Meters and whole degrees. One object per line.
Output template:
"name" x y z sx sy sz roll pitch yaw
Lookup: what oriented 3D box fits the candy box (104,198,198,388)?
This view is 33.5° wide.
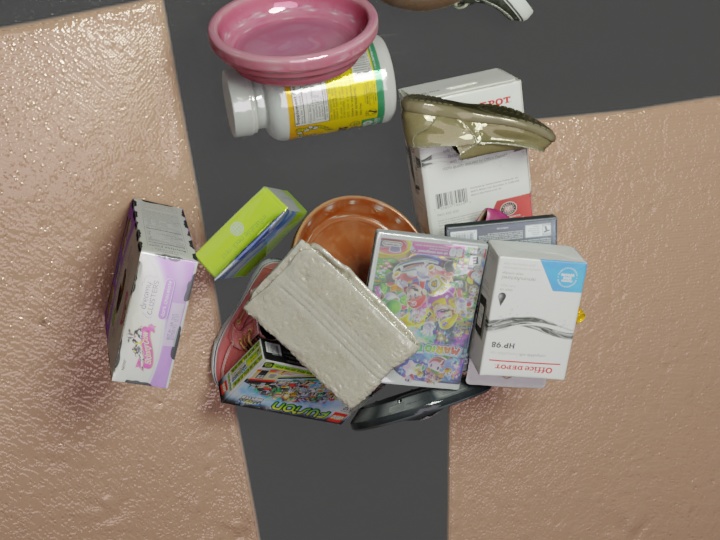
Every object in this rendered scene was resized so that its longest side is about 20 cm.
"candy box" -0.260 0.025 1.472 0.071 0.200 0.168 11 108 -18

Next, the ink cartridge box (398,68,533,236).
"ink cartridge box" 0.139 -0.151 1.572 0.146 0.083 0.200 -13 114 -10

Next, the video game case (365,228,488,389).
"video game case" 0.073 0.051 1.509 0.143 0.018 0.200 6 109 -11

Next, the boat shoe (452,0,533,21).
"boat shoe" 0.125 -0.364 1.497 0.200 0.071 0.064 33 99 -15

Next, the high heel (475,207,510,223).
"high heel" 0.127 0.007 1.558 0.200 0.067 0.096 -42 132 13

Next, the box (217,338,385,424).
"box" -0.077 0.152 1.609 0.200 0.035 0.110 15 135 -35

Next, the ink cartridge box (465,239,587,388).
"ink cartridge box" 0.206 0.069 1.508 0.116 0.067 0.200 4 109 -10

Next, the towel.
"towel" -0.038 0.066 1.489 0.200 0.034 0.133 45 113 -2

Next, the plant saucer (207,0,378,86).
"plant saucer" -0.078 -0.273 1.409 0.200 0.201 0.051 -11 127 -10

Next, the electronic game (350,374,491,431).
"electronic game" 0.082 0.183 1.633 0.200 0.200 0.042 -17 86 -8

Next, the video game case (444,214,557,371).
"video game case" 0.181 0.031 1.537 0.143 0.019 0.200 -6 111 -6

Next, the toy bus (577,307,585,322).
"toy bus" 0.208 0.071 1.664 0.200 0.136 0.192 -39 131 5

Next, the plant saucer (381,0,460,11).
"plant saucer" 0.073 -0.412 1.429 0.200 0.032 0.201 0 93 10

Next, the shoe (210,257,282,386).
"shoe" -0.139 0.086 1.587 0.071 0.091 0.200 21 104 -21

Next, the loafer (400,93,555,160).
"loafer" 0.142 -0.171 1.481 0.200 0.076 0.068 10 109 -8

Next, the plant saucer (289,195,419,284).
"plant saucer" 0.000 0.000 1.569 0.200 0.032 0.201 8 68 -22

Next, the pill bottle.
"pill bottle" -0.065 -0.221 1.475 0.200 0.113 0.113 -11 113 -11

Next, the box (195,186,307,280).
"box" -0.133 -0.045 1.481 0.122 0.200 0.048 -45 87 5
